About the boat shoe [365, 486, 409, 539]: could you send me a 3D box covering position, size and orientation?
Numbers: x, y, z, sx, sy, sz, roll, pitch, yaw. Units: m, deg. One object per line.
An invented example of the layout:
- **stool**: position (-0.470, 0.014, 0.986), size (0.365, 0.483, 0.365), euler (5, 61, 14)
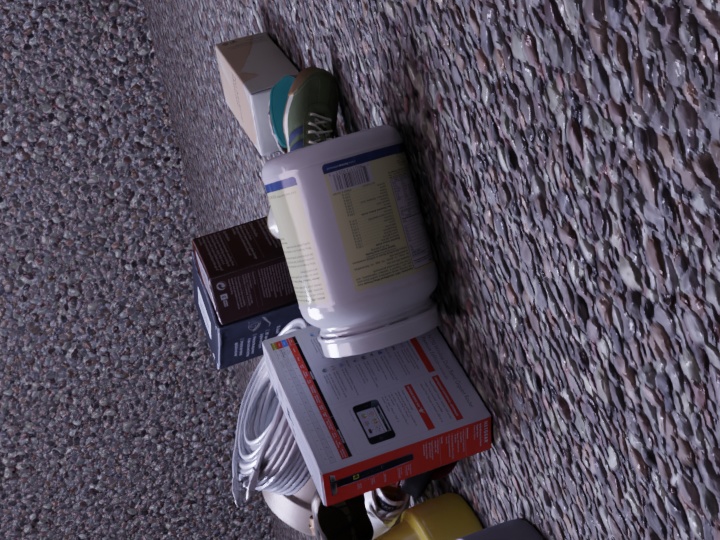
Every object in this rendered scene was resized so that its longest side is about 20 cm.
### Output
- **boat shoe**: position (0.025, 0.267, 1.418), size (0.202, 0.070, 0.070), euler (-64, 13, 10)

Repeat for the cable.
- **cable**: position (-0.083, 0.159, 1.388), size (0.201, 0.069, 0.200), euler (-60, 19, 20)

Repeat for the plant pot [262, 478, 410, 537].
- **plant pot**: position (-0.021, 0.212, 1.521), size (0.200, 0.198, 0.175), euler (-125, 39, -55)

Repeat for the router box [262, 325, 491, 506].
- **router box**: position (0.013, 0.125, 1.212), size (0.201, 0.178, 0.049), euler (-120, 18, -47)

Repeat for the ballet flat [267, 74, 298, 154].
- **ballet flat**: position (-0.059, -0.144, 1.453), size (0.072, 0.071, 0.202), euler (96, 154, -61)

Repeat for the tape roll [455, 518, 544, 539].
- **tape roll**: position (0.154, 0.343, 1.136), size (0.200, 0.065, 0.203), euler (164, 90, -78)

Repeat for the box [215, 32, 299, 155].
- **box**: position (-0.129, -0.239, 1.599), size (0.200, 0.077, 0.096), euler (-126, 23, -57)

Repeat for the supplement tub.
- **supplement tub**: position (-0.005, -0.029, 1.174), size (0.145, 0.143, 0.202), euler (-174, 68, -77)

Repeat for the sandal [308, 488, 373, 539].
- **sandal**: position (-0.033, 0.285, 1.356), size (0.055, 0.081, 0.201), euler (48, 159, 35)

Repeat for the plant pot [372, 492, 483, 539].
- **plant pot**: position (0.053, 0.375, 1.344), size (0.201, 0.187, 0.203), euler (164, 90, -77)

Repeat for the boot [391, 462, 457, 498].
- **boot**: position (0.051, 0.167, 1.361), size (0.201, 0.143, 0.073), euler (-66, -8, -46)

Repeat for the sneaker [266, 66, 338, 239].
- **sneaker**: position (-0.048, -0.124, 1.344), size (0.090, 0.066, 0.203), euler (24, 104, 56)

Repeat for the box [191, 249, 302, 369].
- **box**: position (-0.119, 0.027, 1.616), size (0.197, 0.198, 0.119), euler (109, 141, -69)

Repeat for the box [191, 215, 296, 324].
- **box**: position (-0.097, -0.016, 1.467), size (0.100, 0.198, 0.076), euler (-123, 18, -53)
